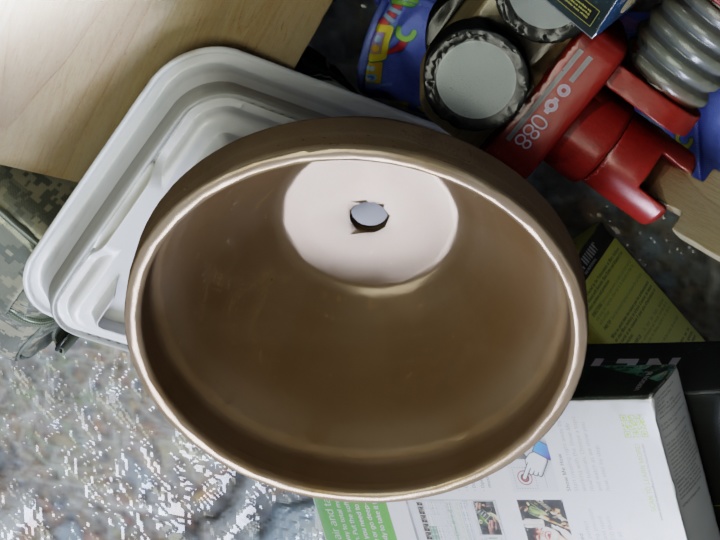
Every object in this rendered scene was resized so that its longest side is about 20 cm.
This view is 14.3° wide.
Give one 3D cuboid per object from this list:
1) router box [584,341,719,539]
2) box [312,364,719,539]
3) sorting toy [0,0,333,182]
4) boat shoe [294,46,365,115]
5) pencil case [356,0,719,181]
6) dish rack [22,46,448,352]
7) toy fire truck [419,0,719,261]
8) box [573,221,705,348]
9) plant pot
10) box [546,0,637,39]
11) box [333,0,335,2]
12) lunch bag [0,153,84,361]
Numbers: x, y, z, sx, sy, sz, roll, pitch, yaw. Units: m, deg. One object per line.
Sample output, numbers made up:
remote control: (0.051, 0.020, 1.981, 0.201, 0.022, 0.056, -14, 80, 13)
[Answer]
router box: (0.111, 0.110, 1.379, 0.200, 0.051, 0.149, -2, 118, 31)
box: (0.070, 0.115, 1.350, 0.200, 0.036, 0.144, -3, 115, 31)
sorting toy: (-0.126, -0.134, 1.310, 0.199, 0.070, 0.200, 13, 137, -19)
boat shoe: (-0.009, -0.033, 1.428, 0.074, 0.066, 0.199, -26, 134, 4)
pencil case: (0.098, -0.094, 1.346, 0.200, 0.078, 0.087, 17, 149, 13)
dish rack: (-0.041, -0.009, 1.358, 0.200, 0.044, 0.172, 19, 122, -33)
toy fire truck: (0.146, -0.088, 1.248, 0.200, 0.129, 0.176, 36, 105, -10)
box: (0.155, 0.075, 1.416, 0.200, 0.075, 0.050, 47, 126, -7)
plant pot: (0.000, 0.000, 1.269, 0.201, 0.093, 0.201, 2, 129, 2)
box: (0.053, -0.204, 1.119, 0.200, 0.038, 0.137, 41, 136, 9)
box: (-0.008, -0.220, 1.306, 0.200, 0.050, 0.158, -32, 128, 31)
lunch bag: (-0.201, -0.057, 1.454, 0.200, 0.139, 0.168, 40, 141, 0)
